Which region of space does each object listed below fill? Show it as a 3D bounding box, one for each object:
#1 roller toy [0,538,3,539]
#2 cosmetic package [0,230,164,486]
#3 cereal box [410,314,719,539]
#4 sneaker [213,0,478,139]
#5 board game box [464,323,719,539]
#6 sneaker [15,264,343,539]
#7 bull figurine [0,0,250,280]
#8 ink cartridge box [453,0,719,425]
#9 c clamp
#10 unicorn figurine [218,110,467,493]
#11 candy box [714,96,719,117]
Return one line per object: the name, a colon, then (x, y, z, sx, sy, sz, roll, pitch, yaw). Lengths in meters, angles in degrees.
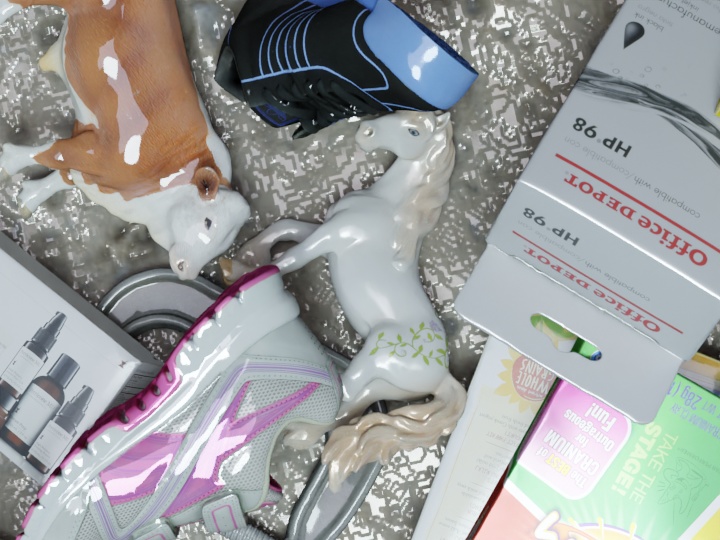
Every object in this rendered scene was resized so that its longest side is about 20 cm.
roller toy: (-0.209, 0.212, 0.922, 0.182, 0.200, 0.141, 25, 93, -16)
cosmetic package: (-0.203, 0.020, 0.977, 0.200, 0.051, 0.083, 37, 91, 13)
cereal box: (0.106, 0.123, 0.969, 0.143, 0.040, 0.201, 22, 92, 4)
sneaker: (-0.012, -0.096, 0.915, 0.070, 0.200, 0.078, 35, 91, -26)
board game box: (0.128, 0.149, 0.927, 0.152, 0.040, 0.201, 29, 92, 2)
sneaker: (-0.085, 0.095, 0.894, 0.088, 0.081, 0.200, 45, 96, -5)
bull figurine: (-0.130, -0.088, 0.977, 0.120, 0.065, 0.202, -12, 88, 2)
ink cartridge box: (0.141, -0.041, 0.909, 0.115, 0.067, 0.201, 30, 61, 4)
c clamp: (-0.075, 0.102, 0.991, 0.199, 0.027, 0.171, 35, 92, 5)
unicorn figurine: (0.000, 0.000, 0.967, 0.136, 0.074, 0.201, -18, 90, -4)
candy box: (0.247, -0.148, 0.896, 0.102, 0.026, 0.201, 21, 79, 2)
